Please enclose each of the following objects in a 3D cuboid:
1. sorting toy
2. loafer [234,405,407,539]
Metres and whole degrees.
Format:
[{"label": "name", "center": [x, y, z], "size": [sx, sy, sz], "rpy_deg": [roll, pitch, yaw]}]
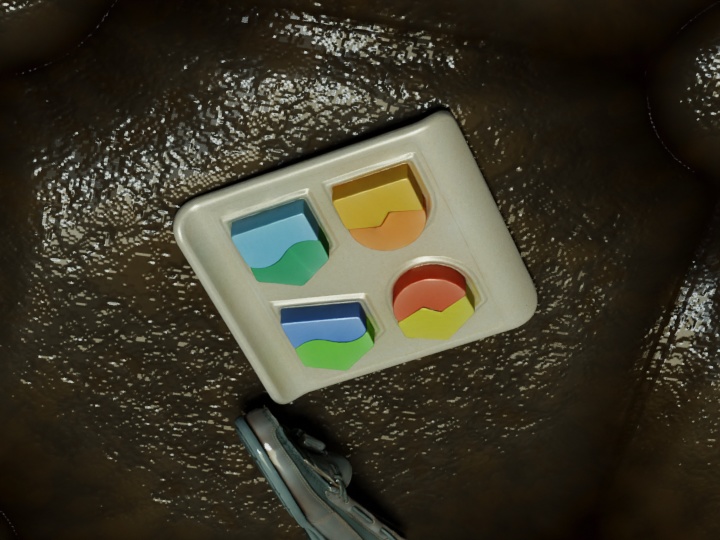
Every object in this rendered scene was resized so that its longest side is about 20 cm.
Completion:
[{"label": "sorting toy", "center": [0.000, 0.000, 1.366], "size": [0.199, 0.037, 0.186], "rpy_deg": [-21, 127, 11]}, {"label": "loafer", "center": [-0.027, 0.155, 1.478], "size": [0.063, 0.072, 0.200], "rpy_deg": [-33, 134, -4]}]
